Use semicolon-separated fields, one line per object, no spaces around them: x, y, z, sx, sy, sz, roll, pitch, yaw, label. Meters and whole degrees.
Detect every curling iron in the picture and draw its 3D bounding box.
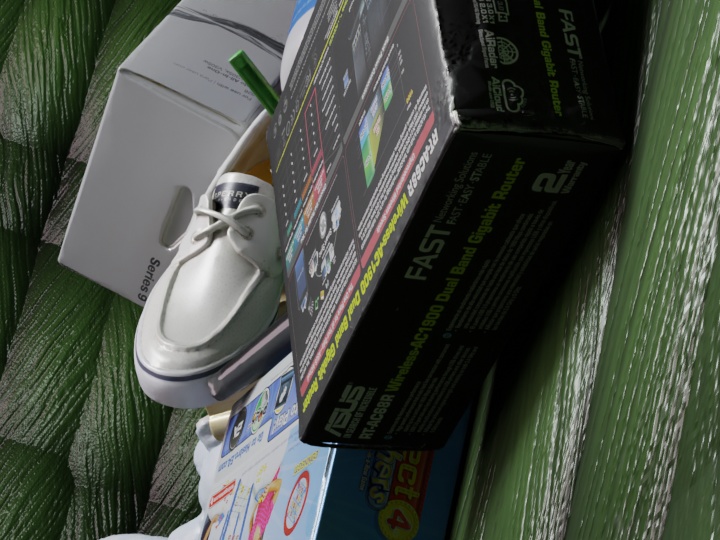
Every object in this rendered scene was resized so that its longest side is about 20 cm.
0.000;0.000;0.978;0.200;0.025;0.050;-44;29;26;curling iron

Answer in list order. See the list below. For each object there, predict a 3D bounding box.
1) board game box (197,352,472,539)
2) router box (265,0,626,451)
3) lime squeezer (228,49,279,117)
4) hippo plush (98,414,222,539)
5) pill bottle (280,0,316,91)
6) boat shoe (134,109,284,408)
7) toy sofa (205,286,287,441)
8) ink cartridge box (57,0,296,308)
-0.025;0.130;0.922;0.200;0.055;0.197;139;148;-63;board game box
0.023;-0.048;0.780;0.201;0.062;0.151;116;153;-52;router box
-0.007;-0.020;1.070;0.038;0.201;0.070;-41;-22;29;lime squeezer
-0.096;0.162;1.330;0.200;0.158;0.162;-94;19;-80;hippo plush
0.021;-0.118;1.054;0.113;0.111;0.201;110;175;-51;pill bottle
-0.063;-0.016;1.088;0.201;0.070;0.070;-60;-27;-46;boat shoe
-0.027;0.029;1.208;0.200;0.082;0.098;-63;-46;-64;toy sofa
-0.088;-0.087;1.264;0.200;0.083;0.147;-58;-8;-56;ink cartridge box
